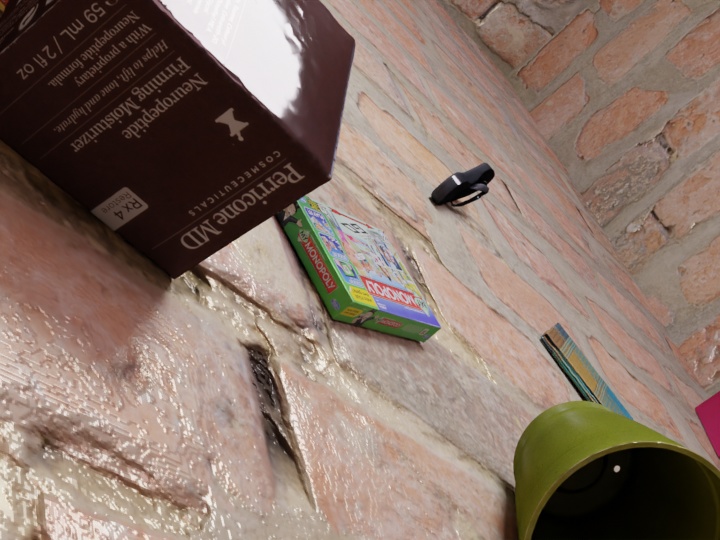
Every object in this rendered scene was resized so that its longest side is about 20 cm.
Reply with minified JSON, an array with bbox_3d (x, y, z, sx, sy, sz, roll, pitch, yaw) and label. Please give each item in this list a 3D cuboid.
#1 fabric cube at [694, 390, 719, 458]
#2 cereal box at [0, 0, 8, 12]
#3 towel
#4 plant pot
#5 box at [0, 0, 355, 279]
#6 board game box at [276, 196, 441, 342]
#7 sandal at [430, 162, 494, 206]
[{"bbox_3d":[0.901,0.362,2.429,0.200,0.199,0.197,46,17,-18],"label":"fabric cube"},{"bbox_3d":[-0.232,-0.219,0.919,0.144,0.039,0.201,49,18,-13],"label":"cereal box"},{"bbox_3d":[0.353,0.172,1.691,0.201,0.022,0.146,53,16,9],"label":"towel"},{"bbox_3d":[0.226,0.218,1.026,0.201,0.200,0.193,47,6,-14],"label":"plant pot"},{"bbox_3d":[-0.131,-0.141,0.754,0.200,0.165,0.166,42,35,-29],"label":"box"},{"bbox_3d":[0.000,0.000,1.104,0.136,0.029,0.199,59,18,23],"label":"board game box"},{"bbox_3d":[0.164,-0.123,1.710,0.043,0.076,0.200,51,27,7],"label":"sandal"}]
